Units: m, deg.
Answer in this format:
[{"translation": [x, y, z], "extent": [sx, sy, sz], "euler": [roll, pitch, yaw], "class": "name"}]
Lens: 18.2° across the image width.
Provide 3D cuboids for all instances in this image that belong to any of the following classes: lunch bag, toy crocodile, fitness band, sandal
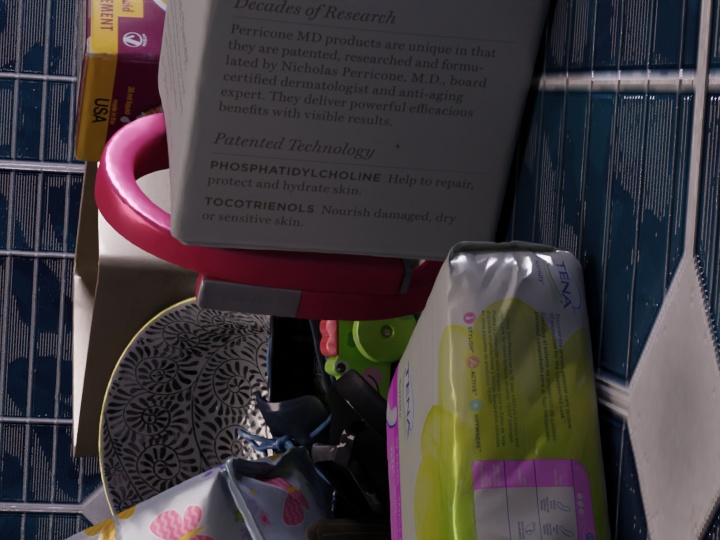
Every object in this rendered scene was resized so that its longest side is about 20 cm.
[{"translation": [-0.081, 0.225, 1.292], "extent": [0.127, 0.169, 0.201], "euler": [-5, -110, -66], "class": "lunch bag"}, {"translation": [0.000, 0.000, 1.327], "extent": [0.068, 0.061, 0.201], "euler": [-167, 79, -80], "class": "toy crocodile"}, {"translation": [-0.040, -0.033, 1.172], "extent": [0.144, 0.199, 0.038], "euler": [-106, 27, -50], "class": "fitness band"}, {"translation": [0.002, 0.112, 1.255], "extent": [0.076, 0.043, 0.200], "euler": [44, 163, 12], "class": "sandal"}]

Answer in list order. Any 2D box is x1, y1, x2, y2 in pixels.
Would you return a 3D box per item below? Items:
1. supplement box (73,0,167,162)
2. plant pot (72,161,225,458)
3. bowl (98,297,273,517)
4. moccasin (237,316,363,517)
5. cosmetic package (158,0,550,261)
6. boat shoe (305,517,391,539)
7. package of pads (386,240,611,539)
[{"translation": [-0.075, -0.140, 1.390], "extent": [0.103, 0.199, 0.131], "euler": [107, 163, -51], "class": "supplement box"}, {"translation": [-0.111, 0.002, 1.612], "extent": [0.200, 0.176, 0.201], "euler": [-97, 15, -44], "class": "plant pot"}, {"translation": [-0.071, 0.117, 1.505], "extent": [0.094, 0.200, 0.202], "euler": [2, -90, -57], "class": "bowl"}, {"translation": [-0.040, 0.081, 1.385], "extent": [0.080, 0.068, 0.201], "euler": [-5, 88, 38], "class": "moccasin"}, {"translation": [-0.007, -0.135, 1.116], "extent": [0.168, 0.165, 0.201], "euler": [-102, 19, -55], "class": "cosmetic package"}, {"translation": [0.012, 0.181, 1.177], "extent": [0.200, 0.072, 0.068], "euler": [-141, 51, -76], "class": "boat shoe"}, {"translation": [0.057, 0.105, 0.972], "extent": [0.155, 0.068, 0.201], "euler": [111, 159, -61], "class": "package of pads"}]
